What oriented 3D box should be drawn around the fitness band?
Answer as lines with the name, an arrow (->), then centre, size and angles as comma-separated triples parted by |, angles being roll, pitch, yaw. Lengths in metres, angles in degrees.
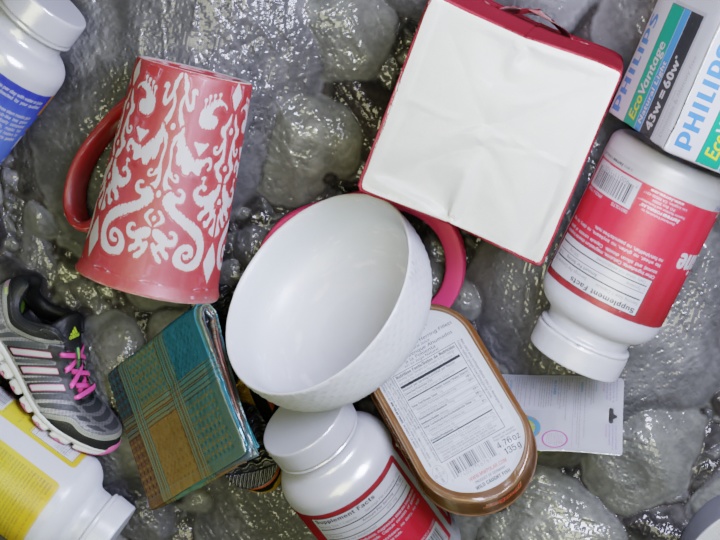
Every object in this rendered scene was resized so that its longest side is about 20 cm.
fitness band -> 0.000, 0.000, 1.462 | 0.198, 0.037, 0.145 | -14, 96, 11

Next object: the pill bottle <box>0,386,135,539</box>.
pill bottle -> -0.320, 0.202, 1.516 | 0.199, 0.112, 0.112 | 37, 105, 2

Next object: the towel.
towel -> -0.166, 0.128, 1.449 | 0.200, 0.022, 0.148 | -35, 71, 51

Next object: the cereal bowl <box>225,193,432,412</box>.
cereal bowl -> -0.017, 0.038, 1.377 | 0.199, 0.201, 0.083 | -36, 132, 15

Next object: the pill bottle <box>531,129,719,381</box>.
pill bottle -> 0.228, -0.011, 1.370 | 0.112, 0.112, 0.201 | 26, 105, 4

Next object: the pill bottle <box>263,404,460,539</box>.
pill bottle -> -0.001, 0.202, 1.426 | 0.112, 0.113, 0.201 | -27, 119, 14

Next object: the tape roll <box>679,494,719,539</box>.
tape roll -> 0.383, 0.295, 1.435 | 0.198, 0.066, 0.202 | 2, 101, 10

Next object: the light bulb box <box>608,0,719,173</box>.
light bulb box -> 0.344, -0.170, 1.288 | 0.199, 0.125, 0.200 | 18, 104, -19

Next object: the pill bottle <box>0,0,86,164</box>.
pill bottle -> -0.342, -0.173, 1.447 | 0.112, 0.112, 0.200 | 42, 105, 0

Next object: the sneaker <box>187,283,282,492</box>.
sneaker -> -0.116, 0.115, 1.488 | 0.069, 0.090, 0.202 | -17, 72, 5

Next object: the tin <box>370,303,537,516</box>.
tin -> 0.078, 0.118, 1.379 | 0.111, 0.042, 0.201 | -27, 63, -7

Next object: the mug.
mug -> -0.192, -0.090, 1.429 | 0.176, 0.133, 0.202 | 15, 99, 6

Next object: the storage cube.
storage cube -> 0.115, -0.125, 1.341 | 0.170, 0.180, 0.201 | 23, 103, 5

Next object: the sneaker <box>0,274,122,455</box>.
sneaker -> -0.289, 0.085, 1.507 | 0.087, 0.074, 0.200 | -41, 87, 21

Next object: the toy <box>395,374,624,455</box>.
toy -> 0.137, 0.141, 1.431 | 0.198, 0.115, 0.048 | 4, 123, 8
